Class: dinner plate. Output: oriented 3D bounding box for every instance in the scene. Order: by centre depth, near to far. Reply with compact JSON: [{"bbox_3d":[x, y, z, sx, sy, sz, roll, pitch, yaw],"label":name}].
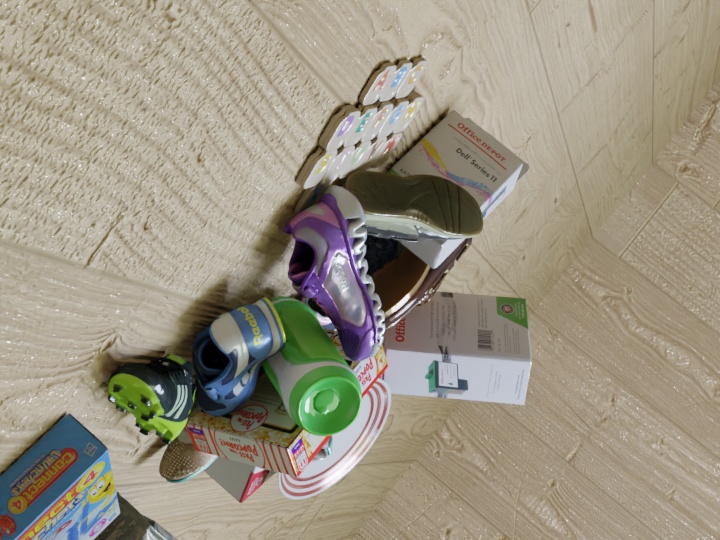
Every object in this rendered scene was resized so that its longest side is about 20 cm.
[{"bbox_3d":[-0.038,0.219,1.779,0.200,0.024,0.200,-32,144,-28],"label":"dinner plate"}]

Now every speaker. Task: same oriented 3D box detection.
[{"bbox_3d":[-0.063,0.102,1.479,0.089,0.088,0.200,-53,-151,8],"label":"speaker"}]

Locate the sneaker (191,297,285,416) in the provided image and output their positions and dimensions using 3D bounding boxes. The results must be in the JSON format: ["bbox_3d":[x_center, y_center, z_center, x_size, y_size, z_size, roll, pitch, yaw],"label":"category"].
[{"bbox_3d":[-0.151,0.099,1.445,0.082,0.074,0.200,-19,156,-34],"label":"sneaker"}]

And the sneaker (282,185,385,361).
[{"bbox_3d":[-0.034,0.012,1.444,0.088,0.080,0.200,-24,117,-25],"label":"sneaker"}]

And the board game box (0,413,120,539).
[{"bbox_3d":[-0.330,0.259,1.313,0.200,0.056,0.196,-45,165,-24],"label":"board game box"}]

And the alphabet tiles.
[{"bbox_3d":[0.003,-0.141,1.435,0.196,0.015,0.200,-58,164,25],"label":"alphabet tiles"}]

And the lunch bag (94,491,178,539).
[{"bbox_3d":[-0.259,0.388,1.571,0.164,0.118,0.200,-48,124,-12],"label":"lunch bag"}]

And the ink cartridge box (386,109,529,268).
[{"bbox_3d":[0.115,-0.113,1.642,0.200,0.117,0.067,-45,166,-24],"label":"ink cartridge box"}]

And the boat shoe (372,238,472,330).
[{"bbox_3d":[0.074,0.007,1.662,0.200,0.070,0.070,-49,132,-21],"label":"boat shoe"}]

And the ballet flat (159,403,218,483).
[{"bbox_3d":[-0.174,0.176,1.616,0.200,0.070,0.065,-41,136,-44],"label":"ballet flat"}]

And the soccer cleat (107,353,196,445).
[{"bbox_3d":[-0.205,0.115,1.352,0.200,0.067,0.081,88,26,-71],"label":"soccer cleat"}]

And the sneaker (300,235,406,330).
[{"bbox_3d":[0.000,0.000,1.668,0.200,0.070,0.082,-50,168,-11],"label":"sneaker"}]

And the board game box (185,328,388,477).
[{"bbox_3d":[-0.084,0.143,1.559,0.200,0.151,0.046,-47,134,-39],"label":"board game box"}]

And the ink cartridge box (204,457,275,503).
[{"bbox_3d":[-0.108,0.191,1.782,0.200,0.084,0.144,-37,160,-42],"label":"ink cartridge box"}]

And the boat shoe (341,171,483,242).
[{"bbox_3d":[0.050,-0.068,1.522,0.201,0.072,0.066,7,155,-38],"label":"boat shoe"}]

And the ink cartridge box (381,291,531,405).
[{"bbox_3d":[0.129,0.102,1.848,0.146,0.200,0.084,-84,178,-55],"label":"ink cartridge box"}]

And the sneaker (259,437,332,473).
[{"bbox_3d":[-0.057,0.191,1.622,0.200,0.088,0.075,-29,135,-40],"label":"sneaker"}]
